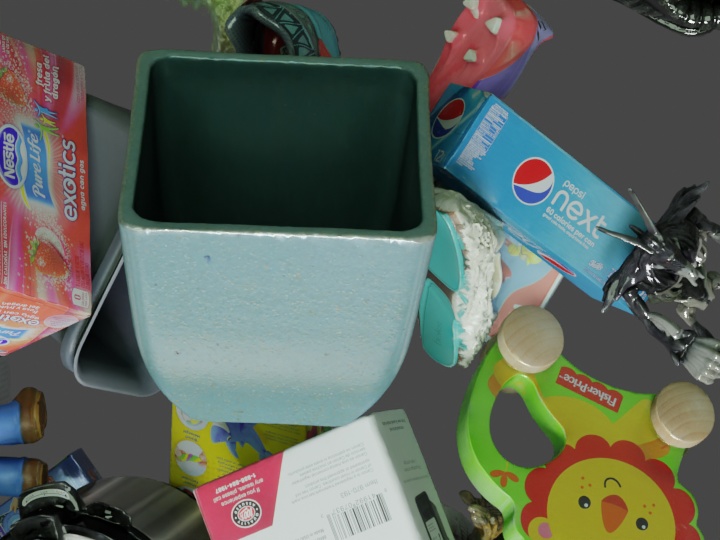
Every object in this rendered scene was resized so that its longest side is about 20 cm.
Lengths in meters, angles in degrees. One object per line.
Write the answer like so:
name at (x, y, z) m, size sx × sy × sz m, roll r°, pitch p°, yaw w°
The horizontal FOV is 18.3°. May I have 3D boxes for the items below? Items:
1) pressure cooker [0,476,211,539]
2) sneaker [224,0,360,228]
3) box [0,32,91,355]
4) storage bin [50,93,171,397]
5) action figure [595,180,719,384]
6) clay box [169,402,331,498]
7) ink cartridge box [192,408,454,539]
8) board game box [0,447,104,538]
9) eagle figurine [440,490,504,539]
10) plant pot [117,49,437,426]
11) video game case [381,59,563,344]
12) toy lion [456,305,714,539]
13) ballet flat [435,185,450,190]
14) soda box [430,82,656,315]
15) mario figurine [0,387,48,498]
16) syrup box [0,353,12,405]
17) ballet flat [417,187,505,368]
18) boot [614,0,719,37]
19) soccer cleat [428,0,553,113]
pressure cooker at (-0.187, 0.243, 1.584) m, size 0.175 × 0.200 × 0.179 m, roll 34°, pitch 103°, yaw 7°
sneaker at (-0.054, -0.106, 1.611) m, size 0.079 × 0.095 × 0.201 m, roll -33°, pitch 62°, yaw 29°
box at (-0.259, -0.054, 1.582) m, size 0.102 × 0.094 × 0.201 m, roll -23°, pitch 61°, yaw 38°
storage bin at (-0.174, -0.029, 1.651) m, size 0.134 × 0.145 × 0.201 m, roll 33°, pitch 98°, yaw 31°
action figure at (0.248, 0.018, 1.567) m, size 0.119 × 0.200 × 0.102 m, roll -55°, pitch 42°, yaw -4°
clay box at (-0.081, 0.126, 1.647) m, size 0.114 × 0.048 × 0.201 m, roll 16°, pitch 118°, yaw 23°
ink cartridge box at (-0.007, 0.216, 1.545) m, size 0.145 × 0.083 × 0.201 m, roll -23°, pitch 82°, yaw 16°
board game box at (-0.213, 0.257, 1.712) m, size 0.135 × 0.034 × 0.200 m, roll -35°, pitch 89°, yaw 8°
eagle figurine at (0.092, 0.265, 1.618) m, size 0.151 × 0.151 × 0.201 m, roll 9°, pitch 96°, yaw 8°
plant pot at (-0.057, -0.008, 1.484) m, size 0.195 × 0.196 × 0.201 m, roll 3°, pitch 129°, yaw -3°
video game case at (0.065, -0.046, 1.669) m, size 0.199 × 0.017 × 0.143 m, roll 31°, pitch 96°, yaw 4°
toy lion at (0.157, 0.150, 1.593) m, size 0.199 × 0.069 × 0.192 m, roll 27°, pitch 62°, yaw -3°
ballet flat at (0.000, 0.000, 1.634) m, size 0.199 × 0.067 × 0.064 m, roll -19°, pitch 53°, yaw 20°
soda box at (0.131, -0.050, 1.588) m, size 0.200 × 0.068 × 0.064 m, roll 36°, pitch 85°, yaw -27°
mario figurine at (-0.328, 0.125, 1.632) m, size 0.199 × 0.106 × 0.124 m, roll 0°, pitch 60°, yaw -3°
syrup box at (-0.313, 0.033, 1.688) m, size 0.078 × 0.081 × 0.201 m, roll -2°, pitch 93°, yaw 7°
ballet flat at (0.071, -0.007, 1.579) m, size 0.071 × 0.200 × 0.072 m, roll 0°, pitch 57°, yaw 0°
boot at (0.178, -0.231, 1.573) m, size 0.210 × 0.158 × 0.080 m, roll 22°, pitch 96°, yaw 5°
soccer cleat at (0.063, -0.114, 1.628) m, size 0.200 × 0.076 × 0.067 m, roll -54°, pitch 49°, yaw 20°
